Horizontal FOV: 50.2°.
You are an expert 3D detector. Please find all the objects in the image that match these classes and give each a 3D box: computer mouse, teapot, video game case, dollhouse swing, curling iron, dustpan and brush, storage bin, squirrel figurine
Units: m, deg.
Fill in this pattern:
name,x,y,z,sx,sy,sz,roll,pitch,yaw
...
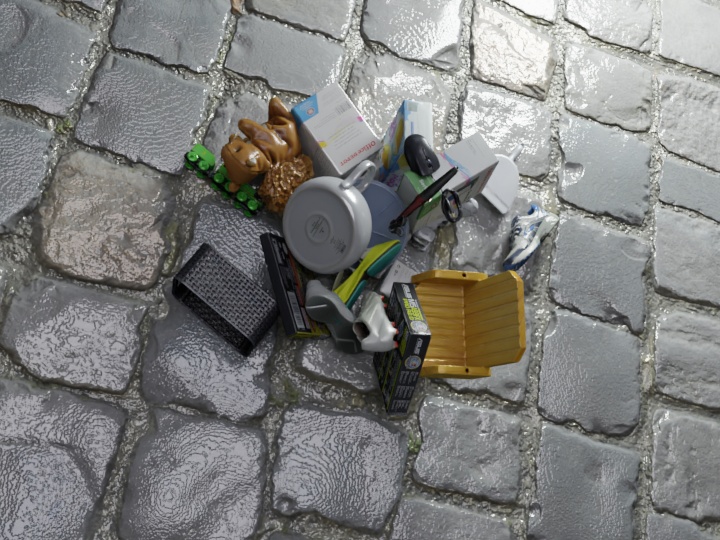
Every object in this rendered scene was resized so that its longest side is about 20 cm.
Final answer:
name,x,y,z,sx,sy,sz,roll,pitch,yaw
computer mouse,0.145,-0.185,1.512,0.058,0.034,0.203,-27,76,-16
teapot,-0.050,-0.100,1.531,0.145,0.195,0.203,-27,107,-60
video game case,-0.127,0.035,1.522,0.025,0.180,0.205,-21,77,16
dollhouse swing,0.199,0.096,1.479,0.176,0.176,0.206,5,76,-15
curling iron,0.124,-0.133,1.492,0.025,0.200,0.050,26,38,-30
dustpan and brush,0.338,-0.240,1.812,0.139,0.057,0.201,42,73,-2
storage bin,-0.259,0.059,1.485,0.199,0.135,0.094,39,66,-2
squirrel figurine,-0.190,-0.216,1.561,0.201,0.141,0.187,49,34,-8

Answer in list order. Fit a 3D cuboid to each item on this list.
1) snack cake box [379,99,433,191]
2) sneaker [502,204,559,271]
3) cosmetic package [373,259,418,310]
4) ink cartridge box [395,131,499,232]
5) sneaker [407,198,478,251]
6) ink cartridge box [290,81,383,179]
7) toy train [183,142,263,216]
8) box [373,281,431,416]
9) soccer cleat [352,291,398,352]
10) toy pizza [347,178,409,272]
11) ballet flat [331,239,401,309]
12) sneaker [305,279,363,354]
name,x,y,z,sx,sy,sz,roll,pitch,yaw
snack cake box,0.096,-0.265,1.659,0.065,0.200,0.118,4,71,-13
sneaker,0.371,-0.076,1.762,0.085,0.078,0.200,39,59,9
cosmetic package,0.125,0.075,1.613,0.197,0.108,0.086,33,67,-3
ink cartridge box,0.177,-0.185,1.612,0.197,0.146,0.088,-32,77,-17
sneaker,0.168,-0.106,1.703,0.194,0.075,0.118,2,73,-11
ink cartridge box,-0.055,-0.270,1.657,0.127,0.125,0.202,-34,86,-23
toy train,-0.282,-0.190,1.611,0.198,0.042,0.057,38,56,-3
box,0.077,0.152,1.496,0.043,0.204,0.162,4,33,-15
soccer cleat,0.018,0.095,1.491,0.075,0.201,0.071,-4,113,-11
toy pizza,0.006,-0.094,1.623,0.194,0.032,0.206,1,108,2
ballet flat,0.000,0.000,1.598,0.067,0.067,0.201,40,92,18
sneaker,-0.044,0.091,1.548,0.069,0.081,0.201,-31,126,11
